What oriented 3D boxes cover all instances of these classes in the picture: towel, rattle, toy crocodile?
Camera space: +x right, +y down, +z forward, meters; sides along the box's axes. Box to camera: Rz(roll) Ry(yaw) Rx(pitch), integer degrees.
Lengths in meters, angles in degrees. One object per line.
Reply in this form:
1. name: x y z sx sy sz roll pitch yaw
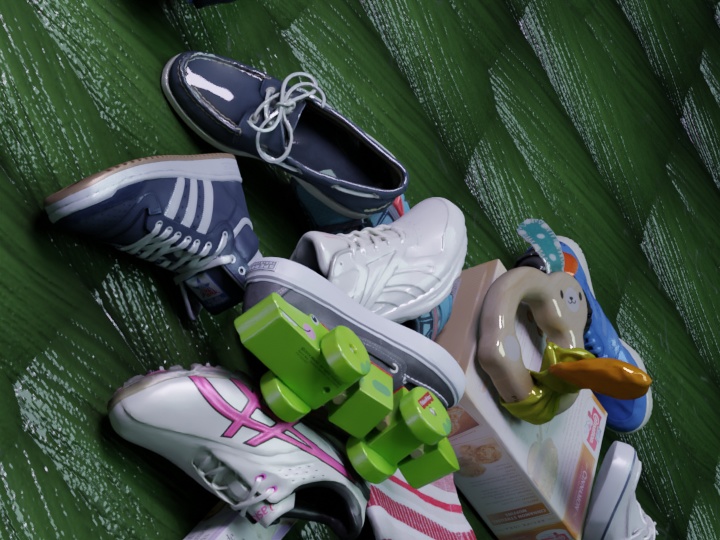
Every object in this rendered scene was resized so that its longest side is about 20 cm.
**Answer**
1. towel: 0.051 0.202 1.432 0.144 0.023 0.200 33 29 -45
2. rattle: 0.183 0.024 1.541 0.130 0.143 0.200 44 46 -10
3. toy crocodile: -0.004 0.082 1.252 0.200 0.067 0.062 39 26 -25

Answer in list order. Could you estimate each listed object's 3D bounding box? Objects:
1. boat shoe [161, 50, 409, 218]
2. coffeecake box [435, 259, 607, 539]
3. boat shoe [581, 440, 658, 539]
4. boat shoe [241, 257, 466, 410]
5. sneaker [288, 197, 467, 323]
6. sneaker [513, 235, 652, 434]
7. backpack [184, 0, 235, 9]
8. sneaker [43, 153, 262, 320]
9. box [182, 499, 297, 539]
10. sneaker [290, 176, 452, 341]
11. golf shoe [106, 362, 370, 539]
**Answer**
1. boat shoe: -0.054 -0.105 1.393 0.200 0.062 0.075 36 65 -14
2. coffeecake box: 0.124 0.119 1.599 0.200 0.073 0.154 53 37 -28
3. boat shoe: 0.224 0.228 1.610 0.074 0.065 0.200 -68 169 -47
4. boat shoe: -0.006 0.063 1.308 0.200 0.070 0.066 36 57 -36
5. sneaker: 0.000 0.000 1.388 0.200 0.078 0.100 -44 125 -24
6. sneaker: 0.199 0.068 1.732 0.111 0.077 0.201 -23 90 -64
7. backpack: -0.101 -0.296 1.360 0.154 0.200 0.191 27 55 -9
8. sneaker: -0.131 -0.019 1.280 0.200 0.070 0.109 -13 84 -61
9. box: -0.078 0.174 1.294 0.039 0.041 0.200 63 34 -12
10. sneaker: 0.007 -0.005 1.477 0.200 0.079 0.096 54 38 -26
11. golf shoe: -0.075 0.122 1.247 0.200 0.073 0.092 18 42 -30
